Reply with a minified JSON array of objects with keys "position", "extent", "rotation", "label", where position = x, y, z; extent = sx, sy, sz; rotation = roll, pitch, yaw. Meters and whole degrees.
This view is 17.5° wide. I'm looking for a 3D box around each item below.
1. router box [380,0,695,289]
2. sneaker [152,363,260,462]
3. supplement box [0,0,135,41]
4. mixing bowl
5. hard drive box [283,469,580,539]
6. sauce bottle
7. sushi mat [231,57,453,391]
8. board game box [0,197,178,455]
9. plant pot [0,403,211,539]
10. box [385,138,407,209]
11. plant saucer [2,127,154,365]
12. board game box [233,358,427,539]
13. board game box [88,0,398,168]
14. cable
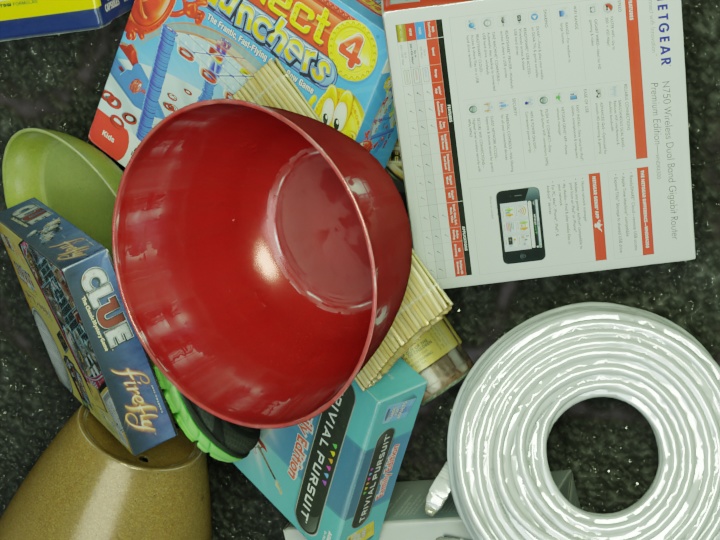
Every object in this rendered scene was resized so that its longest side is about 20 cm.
[{"position":[0.111,-0.091,1.441],"extent":[0.178,0.049,0.201],"rotation":[-6,122,2],"label":"router box"},{"position":[-0.099,0.042,1.544],"extent":[0.083,0.077,0.201],"rotation":[-18,121,0],"label":"sneaker"},{"position":[-0.215,-0.265,1.560],"extent":[0.109,0.109,0.201],"rotation":[-4,109,24],"label":"supplement box"},{"position":[-0.042,-0.013,1.431],"extent":[0.199,0.108,0.202],"rotation":[11,109,34],"label":"mixing bowl"},{"position":[0.063,0.232,1.663],"extent":[0.199,0.077,0.157],"rotation":[-7,107,25],"label":"hard drive box"},{"position":[0.000,0.000,1.603],"extent":[0.065,0.065,0.201],"rotation":[-34,88,29],"label":"sauce bottle"},{"position":[-0.026,-0.030,1.491],"extent":[0.096,0.012,0.201],"rotation":[-44,76,37],"label":"sushi mat"},{"position":[-0.188,0.034,1.582],"extent":[0.034,0.200,0.136],"rotation":[-25,110,-15],"label":"board game box"},{"position":[-0.181,0.192,1.680],"extent":[0.185,0.186,0.201],"rotation":[25,119,11],"label":"plant pot"},{"position":[0.083,-0.136,1.526],"extent":[0.199,0.050,0.200],"rotation":[5,113,20],"label":"box"},{"position":[-0.183,-0.014,1.648],"extent":[0.200,0.031,0.201],"rotation":[37,143,34],"label":"plant saucer"},{"position":[-0.051,0.078,1.606],"extent":[0.200,0.047,0.152],"rotation":[43,135,31],"label":"board game box"},{"position":[-0.067,-0.122,1.541],"extent":[0.200,0.056,0.197],"rotation":[36,121,24],"label":"board game box"},{"position":[0.155,0.120,1.538],"extent":[0.199,0.069,0.201],"rotation":[18,86,4],"label":"cable"}]
